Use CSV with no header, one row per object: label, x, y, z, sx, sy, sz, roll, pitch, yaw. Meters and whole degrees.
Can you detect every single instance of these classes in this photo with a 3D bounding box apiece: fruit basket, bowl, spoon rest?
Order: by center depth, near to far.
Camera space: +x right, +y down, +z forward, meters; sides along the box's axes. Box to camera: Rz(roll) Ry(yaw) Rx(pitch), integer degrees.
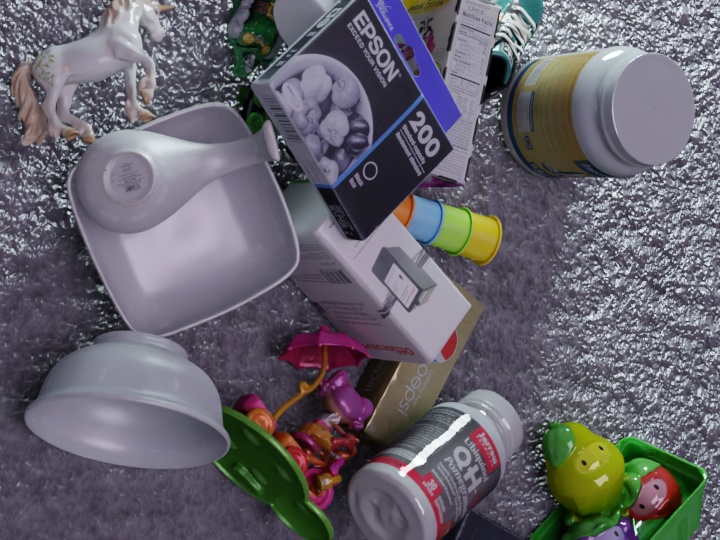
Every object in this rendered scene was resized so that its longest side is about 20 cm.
spoon rest,-0.176,-0.098,1.494,0.198,0.061,0.100,-14,90,-1
bowl,-0.220,0.119,1.509,0.200,0.200,0.091,23,59,-30
bowl,-0.178,-0.050,1.550,0.199,0.075,0.201,-25,94,-12
fruit basket,0.297,0.272,1.850,0.214,0.155,0.218,-17,117,-37

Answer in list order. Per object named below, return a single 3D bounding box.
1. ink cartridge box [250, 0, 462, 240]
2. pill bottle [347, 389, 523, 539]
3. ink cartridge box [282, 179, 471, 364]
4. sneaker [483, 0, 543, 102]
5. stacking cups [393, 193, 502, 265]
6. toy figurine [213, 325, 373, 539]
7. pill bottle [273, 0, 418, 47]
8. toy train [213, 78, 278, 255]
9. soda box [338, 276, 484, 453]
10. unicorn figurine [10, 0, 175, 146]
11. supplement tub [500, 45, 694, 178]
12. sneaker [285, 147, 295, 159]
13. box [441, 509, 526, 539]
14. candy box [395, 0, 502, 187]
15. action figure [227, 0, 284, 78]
ink cartridge box,0.011,-0.167,1.525,0.200,0.043,0.199,-48,123,-24
pill bottle,0.086,0.210,1.652,0.200,0.110,0.112,-35,110,-41
ink cartridge box,0.000,0.000,1.646,0.200,0.145,0.084,48,67,-24
sneaker,0.159,-0.249,1.770,0.071,0.080,0.201,46,69,-24
stacking cups,0.066,-0.061,1.733,0.199,0.060,0.061,18,83,-31
toy figurine,-0.048,0.152,1.632,0.200,0.150,0.184,49,59,-14
pill bottle,-0.001,-0.299,1.600,0.200,0.109,0.110,-45,114,-37
toy train,-0.120,-0.101,1.632,0.056,0.042,0.202,20,81,-40
soda box,0.056,0.106,1.733,0.068,0.064,0.201,37,73,-27
unicorn figurine,-0.249,-0.202,1.515,0.198,0.074,0.138,-17,70,-19
supplement tub,0.269,-0.179,1.771,0.143,0.199,0.146,-1,93,-31
sneaker,-0.025,-0.204,1.667,0.077,0.070,0.202,15,84,-36
box,0.118,0.385,1.747,0.196,0.124,0.201,33,76,-29
candy box,0.074,-0.195,1.689,0.061,0.136,0.202,16,83,-32
action figure,-0.090,-0.294,1.636,0.118,0.055,0.202,26,83,-32
